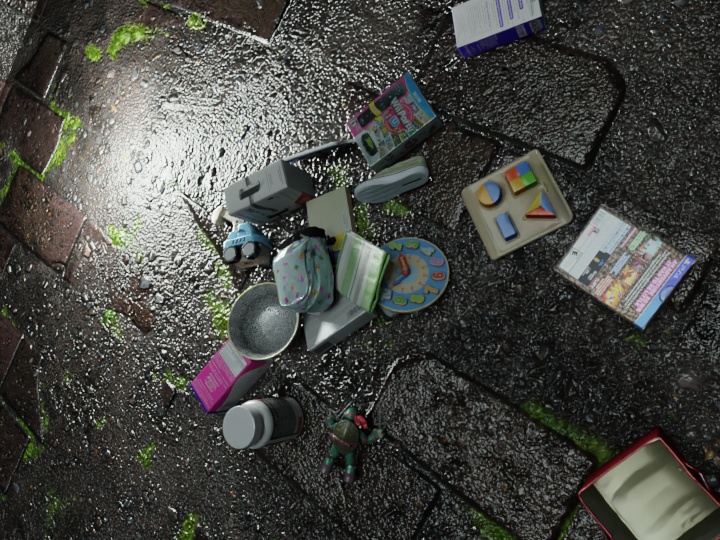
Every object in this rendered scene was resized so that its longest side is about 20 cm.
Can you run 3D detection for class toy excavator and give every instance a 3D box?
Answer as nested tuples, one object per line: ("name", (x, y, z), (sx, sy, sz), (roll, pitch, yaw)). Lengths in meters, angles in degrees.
("toy excavator", (-0.333, -0.098, 1.597), (0.193, 0.100, 0.202), (-11, 65, 24))

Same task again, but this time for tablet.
("tablet", (-0.122, -0.309, 1.489), (0.198, 0.130, 0.014), (-13, 99, 26))

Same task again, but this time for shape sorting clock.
("shape sorting clock", (0.107, 0.006, 1.330), (0.198, 0.039, 0.202), (-8, 57, 12))

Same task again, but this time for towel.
("towel", (0.000, 0.000, 1.345), (0.200, 0.030, 0.151), (33, 111, 56))

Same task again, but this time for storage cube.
("storage cube", (0.518, 0.404, 1.014), (0.200, 0.179, 0.171), (-45, 65, 16))

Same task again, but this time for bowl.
("bowl", (-0.236, 0.142, 1.488), (0.199, 0.094, 0.203), (-6, 68, 15))

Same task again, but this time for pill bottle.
("pill bottle", (-0.237, 0.374, 1.405), (0.113, 0.200, 0.115), (-4, 80, 27))

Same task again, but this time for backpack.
("backpack", (-0.140, 0.009, 1.413), (0.166, 0.126, 0.202), (-30, 63, 40))

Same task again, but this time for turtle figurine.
("turtle figurine", (-0.030, 0.393, 1.356), (0.149, 0.100, 0.202), (20, 97, 28))

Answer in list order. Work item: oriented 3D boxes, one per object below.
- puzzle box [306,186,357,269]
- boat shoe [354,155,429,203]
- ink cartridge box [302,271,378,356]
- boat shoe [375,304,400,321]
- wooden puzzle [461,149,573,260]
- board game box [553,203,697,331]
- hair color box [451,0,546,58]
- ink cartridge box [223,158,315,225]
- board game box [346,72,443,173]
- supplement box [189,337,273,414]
("puzzle box", (-0.072, -0.103, 1.481), (0.132, 0.025, 0.202), (-16, 75, 31))
("boat shoe", (0.078, -0.223, 1.412), (0.198, 0.072, 0.063), (-15, 51, 22))
("ink cartridge box", (-0.061, 0.092, 1.445), (0.199, 0.043, 0.174), (-36, 43, 19))
("boat shoe", (0.039, 0.030, 1.389), (0.201, 0.068, 0.057), (68, 151, 21))
("wooden puzzle", (0.339, -0.148, 1.265), (0.199, 0.046, 0.187), (-29, 70, 21))
("board game box", (0.515, -0.004, 1.122), (0.200, 0.097, 0.160), (39, 101, 27))
("hair color box", (0.321, -0.588, 1.331), (0.198, 0.065, 0.111), (-12, 76, 28))
("ink cartridge box", (-0.242, -0.203, 1.524), (0.199, 0.144, 0.085), (-20, 74, 24))
("board game box", (0.082, -0.363, 1.416), (0.199, 0.064, 0.148), (-35, 69, 18))
("supplement box", (-0.345, 0.277, 1.533), (0.200, 0.101, 0.104), (-47, 64, 13))
